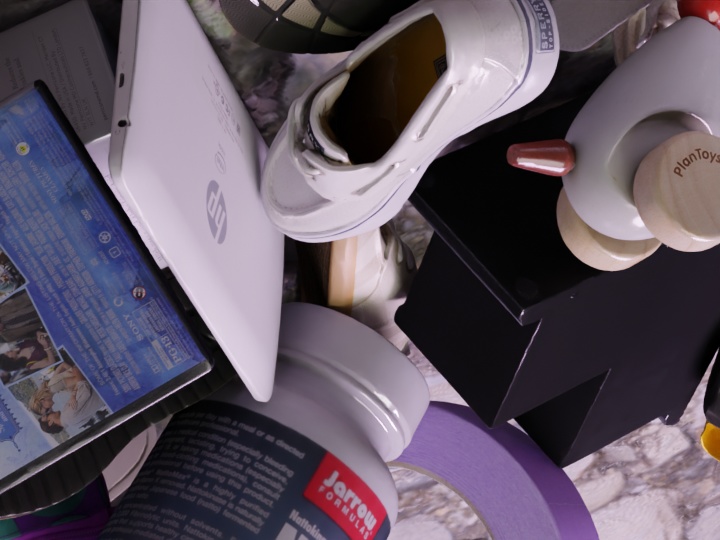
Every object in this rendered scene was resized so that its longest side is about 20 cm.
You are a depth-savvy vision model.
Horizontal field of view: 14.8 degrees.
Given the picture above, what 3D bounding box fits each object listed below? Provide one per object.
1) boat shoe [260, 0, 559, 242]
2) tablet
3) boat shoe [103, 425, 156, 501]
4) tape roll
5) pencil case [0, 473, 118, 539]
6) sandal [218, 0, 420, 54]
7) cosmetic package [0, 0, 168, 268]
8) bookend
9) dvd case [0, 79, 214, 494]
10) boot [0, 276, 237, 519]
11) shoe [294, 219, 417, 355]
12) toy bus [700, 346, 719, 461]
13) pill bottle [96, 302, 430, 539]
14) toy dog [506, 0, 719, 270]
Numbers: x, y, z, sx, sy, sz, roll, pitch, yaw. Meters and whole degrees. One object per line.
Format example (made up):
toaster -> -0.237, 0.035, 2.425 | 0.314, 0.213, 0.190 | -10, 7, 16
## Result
boat shoe -> 0.001, -0.065, 1.194 | 0.070, 0.071, 0.200 | -8, 166, -38
tablet -> -0.068, -0.043, 1.221 | 0.014, 0.131, 0.200 | -7, 147, 15
boat shoe -> -0.202, 0.110, 1.425 | 0.199, 0.073, 0.063 | -23, -172, -7
tape roll -> 0.022, 0.165, 1.406 | 0.200, 0.201, 0.066 | -34, 164, 17
pencil case -> -0.206, 0.140, 1.305 | 0.092, 0.085, 0.200 | -2, -169, 46
sandal -> 0.005, -0.132, 1.208 | 0.080, 0.058, 0.201 | -21, 167, 33
cosmetic package -> -0.182, -0.025, 1.221 | 0.199, 0.081, 0.113 | -26, 146, 4
bookend -> 0.094, 0.018, 1.358 | 0.198, 0.092, 0.200 | -25, 151, -34
dvd case -> -0.181, 0.030, 1.161 | 0.200, 0.018, 0.143 | -30, 105, 4
boot -> -0.161, 0.071, 1.290 | 0.199, 0.078, 0.138 | -20, -179, -33
shoe -> 0.000, 0.000, 1.363 | 0.053, 0.070, 0.200 | -15, 152, -10
toy bus -> 0.273, 0.000, 1.424 | 0.135, 0.192, 0.200 | 21, 139, 2
pill bottle -> -0.051, 0.120, 1.308 | 0.200, 0.119, 0.120 | -60, 153, -24
toy dog -> 0.116, -0.094, 1.215 | 0.096, 0.201, 0.132 | 19, 140, -22
